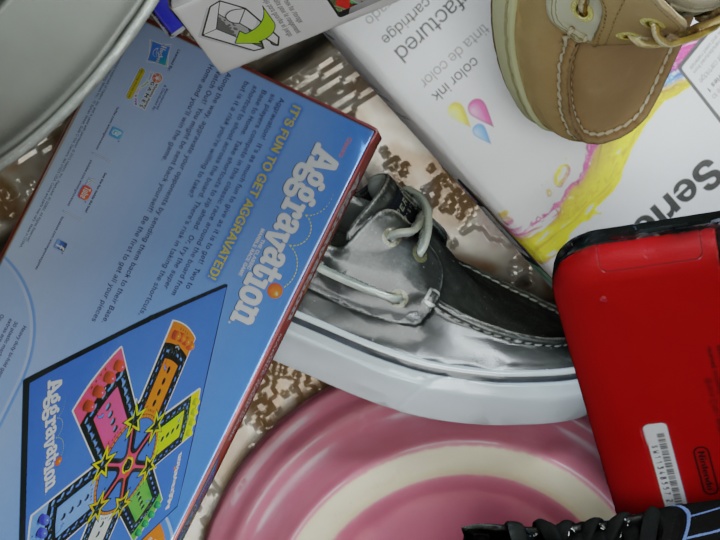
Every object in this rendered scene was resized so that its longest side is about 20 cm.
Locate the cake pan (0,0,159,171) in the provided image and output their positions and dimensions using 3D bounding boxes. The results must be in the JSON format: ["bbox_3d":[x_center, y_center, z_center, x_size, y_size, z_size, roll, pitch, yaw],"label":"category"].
[{"bbox_3d":[-0.123,-0.118,0.821,0.037,0.200,0.201,32,94,-37],"label":"cake pan"}]

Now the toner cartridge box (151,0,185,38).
[{"bbox_3d":[-0.005,-0.166,0.889,0.200,0.095,0.043,-37,108,1],"label":"toner cartridge box"}]

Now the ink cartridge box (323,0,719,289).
[{"bbox_3d":[0.097,-0.073,0.919,0.145,0.084,0.200,-42,101,1],"label":"ink cartridge box"}]

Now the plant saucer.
[{"bbox_3d":[0.036,0.135,0.961,0.200,0.051,0.201,-1,99,-6],"label":"plant saucer"}]

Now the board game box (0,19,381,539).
[{"bbox_3d":[-0.082,0.019,0.883,0.103,0.019,0.201,26,86,10],"label":"board game box"}]

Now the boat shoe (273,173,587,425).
[{"bbox_3d":[0.000,0.000,0.917,0.199,0.072,0.071,16,113,-4],"label":"boat shoe"}]

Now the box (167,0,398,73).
[{"bbox_3d":[-0.011,-0.163,0.812,0.110,0.201,0.035,-20,138,16],"label":"box"}]

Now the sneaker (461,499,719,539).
[{"bbox_3d":[0.071,0.117,0.874,0.200,0.070,0.078,-34,105,25],"label":"sneaker"}]

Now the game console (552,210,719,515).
[{"bbox_3d":[0.172,0.026,0.904,0.172,0.119,0.200,-9,126,15],"label":"game console"}]

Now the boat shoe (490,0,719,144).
[{"bbox_3d":[0.091,-0.104,0.784,0.074,0.200,0.066,-30,58,-24],"label":"boat shoe"}]
